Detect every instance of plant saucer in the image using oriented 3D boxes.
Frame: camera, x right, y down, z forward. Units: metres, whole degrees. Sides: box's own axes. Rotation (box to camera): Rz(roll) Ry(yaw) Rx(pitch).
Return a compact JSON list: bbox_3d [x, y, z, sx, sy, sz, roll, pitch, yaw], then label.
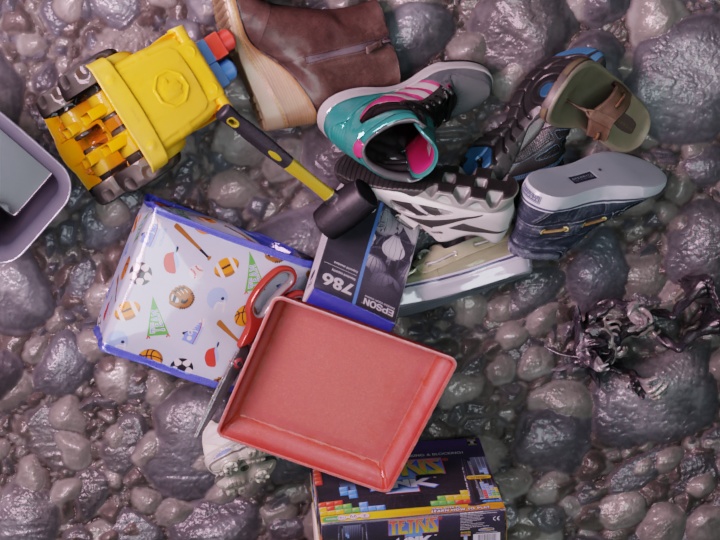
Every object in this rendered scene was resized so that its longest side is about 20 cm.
[{"bbox_3d":[-0.026,0.123,1.676,0.199,0.037,0.200,19,124,-8],"label":"plant saucer"}]

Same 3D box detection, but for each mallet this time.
[{"bbox_3d":[-0.075,-0.099,1.647,0.200,0.041,0.066,31,120,-27],"label":"mallet"}]

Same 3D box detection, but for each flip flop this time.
[{"bbox_3d":[0.260,-0.166,1.711,0.200,0.058,0.081,22,104,-50],"label":"flip flop"}]

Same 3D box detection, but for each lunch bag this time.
[{"bbox_3d":[-0.163,0.031,1.726,0.200,0.124,0.170,19,98,-16],"label":"lunch bag"}]

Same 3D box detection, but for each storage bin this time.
[{"bbox_3d":[-0.404,-0.111,1.665,0.200,0.134,0.146,41,95,-12],"label":"storage bin"}]

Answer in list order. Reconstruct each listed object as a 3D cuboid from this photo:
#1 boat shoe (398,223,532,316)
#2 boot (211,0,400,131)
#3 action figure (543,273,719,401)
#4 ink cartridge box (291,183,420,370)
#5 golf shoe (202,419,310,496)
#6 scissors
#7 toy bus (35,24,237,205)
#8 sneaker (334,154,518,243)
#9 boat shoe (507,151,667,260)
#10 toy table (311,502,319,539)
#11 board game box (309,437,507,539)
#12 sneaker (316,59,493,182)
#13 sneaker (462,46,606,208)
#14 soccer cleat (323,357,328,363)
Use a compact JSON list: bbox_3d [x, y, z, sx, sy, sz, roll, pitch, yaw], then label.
[{"bbox_3d":[0.090,0.003,1.786,0.199,0.072,0.062,-16,79,-6],"label":"boat shoe"},{"bbox_3d":[-0.060,-0.260,1.716,0.166,0.072,0.200,-23,103,-13],"label":"boot"},{"bbox_3d":[0.311,0.076,1.801,0.200,0.102,0.119,-22,115,-2],"label":"action figure"},{"bbox_3d":[0.000,0.000,1.717,0.099,0.039,0.200,23,55,-12],"label":"ink cartridge box"},{"bbox_3d":[-0.081,0.171,1.785,0.199,0.097,0.078,-14,132,-16],"label":"golf shoe"},{"bbox_3d":[-0.127,0.082,1.690,0.200,0.014,0.073,-48,128,-6],"label":"scissors"},{"bbox_3d":[-0.216,-0.176,1.666,0.192,0.200,0.136,-38,100,-27],"label":"toy bus"},{"bbox_3d":[0.065,-0.071,1.727,0.199,0.074,0.089,15,132,12],"label":"sneaker"},{"bbox_3d":[0.243,-0.070,1.763,0.200,0.071,0.091,-11,134,-34],"label":"boat shoe"},{"bbox_3d":[-0.033,0.366,1.818,0.199,0.117,0.184,6,102,-7],"label":"toy table"},{"bbox_3d":[0.048,0.250,1.774,0.199,0.165,0.057,-4,113,-6],"label":"board game box"},{"bbox_3d":[0.067,-0.155,1.693,0.199,0.121,0.084,-18,132,-15],"label":"sneaker"},{"bbox_3d":[0.199,-0.157,1.763,0.200,0.073,0.082,-47,125,6],"label":"sneaker"},{"bbox_3d":[0.008,0.116,1.762,0.200,0.073,0.068,35,94,-38],"label":"soccer cleat"}]
